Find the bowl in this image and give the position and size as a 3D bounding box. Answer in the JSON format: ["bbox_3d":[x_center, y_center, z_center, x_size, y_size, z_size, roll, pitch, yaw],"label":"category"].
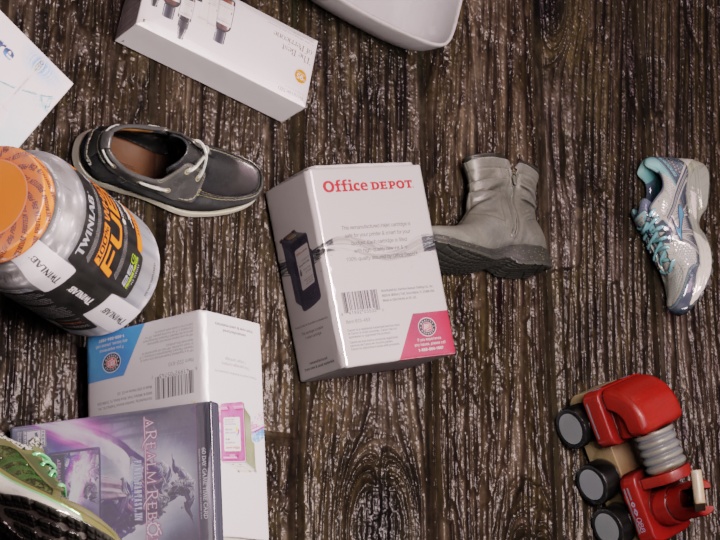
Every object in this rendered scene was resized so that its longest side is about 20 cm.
[{"bbox_3d":[0.016,-0.341,1.918,0.199,0.075,0.201,24,64,-29],"label":"bowl"}]

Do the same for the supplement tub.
[{"bbox_3d":[-0.264,-0.026,1.534,0.200,0.122,0.123,42,46,-64],"label":"supplement tub"}]

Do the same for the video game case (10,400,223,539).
[{"bbox_3d":[-0.210,0.194,1.525,0.019,0.199,0.144,28,56,-63],"label":"video game case"}]

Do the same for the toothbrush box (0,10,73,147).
[{"bbox_3d":[-0.372,-0.139,1.566,0.146,0.085,0.200,46,53,-17],"label":"toothbrush box"}]

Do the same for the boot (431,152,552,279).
[{"bbox_3d":[0.122,-0.064,1.927,0.199,0.068,0.131,6,68,-43],"label":"boot"}]

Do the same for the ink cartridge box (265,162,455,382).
[{"bbox_3d":[0.000,0.000,1.796,0.144,0.084,0.201,-5,80,-37],"label":"ink cartridge box"}]

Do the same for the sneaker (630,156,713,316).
[{"bbox_3d":[0.354,-0.042,2.088,0.086,0.078,0.201,13,61,-20],"label":"sneaker"}]

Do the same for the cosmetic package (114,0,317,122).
[{"bbox_3d":[-0.140,-0.229,1.785,0.199,0.051,0.083,24,64,-29],"label":"cosmetic package"}]

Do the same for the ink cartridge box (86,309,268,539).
[{"bbox_3d":[-0.163,0.150,1.586,0.084,0.144,0.201,18,65,-51],"label":"ink cartridge box"}]

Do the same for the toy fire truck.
[{"bbox_3d":[0.312,0.198,1.891,0.128,0.200,0.177,-18,87,-39],"label":"toy fire truck"}]

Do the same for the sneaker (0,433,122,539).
[{"bbox_3d":[-0.279,0.175,1.510,0.199,0.077,0.089,29,45,7],"label":"sneaker"}]

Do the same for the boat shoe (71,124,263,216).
[{"bbox_3d":[-0.173,-0.098,1.712,0.199,0.067,0.072,12,68,-35],"label":"boat shoe"}]
